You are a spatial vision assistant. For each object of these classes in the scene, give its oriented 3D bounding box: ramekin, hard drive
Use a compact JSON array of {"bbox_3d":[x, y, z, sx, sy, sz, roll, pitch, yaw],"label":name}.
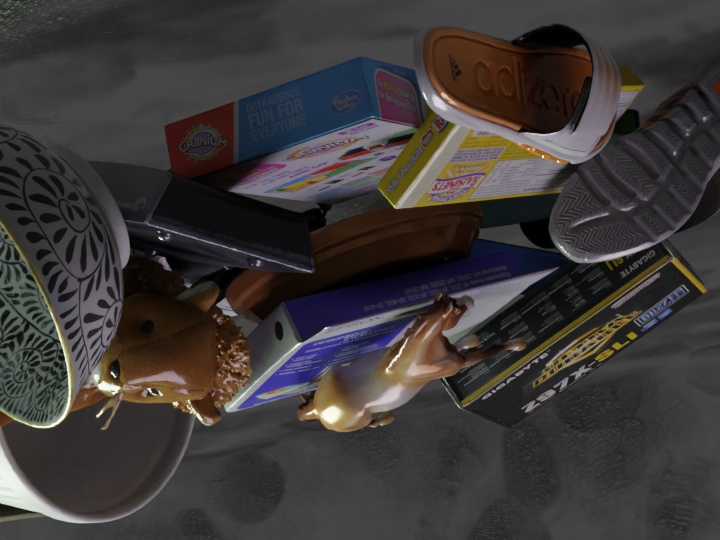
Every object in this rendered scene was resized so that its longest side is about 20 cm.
[{"bbox_3d":[-0.224,0.081,1.710,0.105,0.200,0.200,-4,178,42],"label":"ramekin"},{"bbox_3d":[-0.124,-0.034,1.496,0.135,0.042,0.200,17,174,-30],"label":"hard drive"}]

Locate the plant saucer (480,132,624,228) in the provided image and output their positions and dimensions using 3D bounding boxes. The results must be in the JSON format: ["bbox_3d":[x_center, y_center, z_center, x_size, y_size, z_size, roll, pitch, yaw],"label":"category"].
[{"bbox_3d":[0.132,-0.073,1.778,0.201,0.039,0.201,-12,170,-2],"label":"plant saucer"}]

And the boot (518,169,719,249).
[{"bbox_3d":[0.221,-0.068,1.896,0.200,0.074,0.075,-9,-166,46],"label":"boot"}]

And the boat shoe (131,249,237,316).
[{"bbox_3d":[-0.107,-0.011,1.817,0.066,0.072,0.200,-12,164,27],"label":"boat shoe"}]

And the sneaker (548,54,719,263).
[{"bbox_3d":[0.210,-0.069,1.656,0.200,0.078,0.112,-38,177,-9],"label":"sneaker"}]

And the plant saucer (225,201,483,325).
[{"bbox_3d":[0.000,0.000,1.736,0.200,0.037,0.200,-19,167,-5],"label":"plant saucer"}]

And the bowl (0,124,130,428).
[{"bbox_3d":[-0.199,-0.015,1.400,0.094,0.201,0.201,-33,-178,-28],"label":"bowl"}]

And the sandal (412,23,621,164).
[{"bbox_3d":[0.113,-0.113,1.438,0.059,0.079,0.207,-15,168,37],"label":"sandal"}]

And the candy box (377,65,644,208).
[{"bbox_3d":[0.102,-0.089,1.544,0.200,0.026,0.102,-7,143,-53],"label":"candy box"}]

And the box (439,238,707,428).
[{"bbox_3d":[0.166,0.043,1.844,0.200,0.049,0.160,-36,164,8],"label":"box"}]

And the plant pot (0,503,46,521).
[{"bbox_3d":[-0.306,0.089,1.829,0.177,0.200,0.200,-4,178,41],"label":"plant pot"}]

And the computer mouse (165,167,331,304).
[{"bbox_3d":[-0.078,-0.031,1.682,0.140,0.046,0.200,-30,155,-4],"label":"computer mouse"}]

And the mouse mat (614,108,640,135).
[{"bbox_3d":[0.118,-0.087,1.817,0.200,0.008,0.161,-14,171,5],"label":"mouse mat"}]

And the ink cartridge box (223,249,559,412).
[{"bbox_3d":[0.016,0.035,1.724,0.198,0.043,0.200,-14,167,-29],"label":"ink cartridge box"}]

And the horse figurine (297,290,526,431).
[{"bbox_3d":[0.024,0.075,1.693,0.200,0.050,0.132,-28,166,30],"label":"horse figurine"}]

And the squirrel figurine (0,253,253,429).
[{"bbox_3d":[-0.152,0.039,1.567,0.187,0.142,0.200,4,-173,38],"label":"squirrel figurine"}]

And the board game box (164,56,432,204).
[{"bbox_3d":[-0.009,-0.088,1.548,0.153,0.040,0.200,-17,169,28],"label":"board game box"}]

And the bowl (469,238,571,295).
[{"bbox_3d":[0.083,-0.009,1.924,0.200,0.039,0.201,10,-179,0],"label":"bowl"}]
